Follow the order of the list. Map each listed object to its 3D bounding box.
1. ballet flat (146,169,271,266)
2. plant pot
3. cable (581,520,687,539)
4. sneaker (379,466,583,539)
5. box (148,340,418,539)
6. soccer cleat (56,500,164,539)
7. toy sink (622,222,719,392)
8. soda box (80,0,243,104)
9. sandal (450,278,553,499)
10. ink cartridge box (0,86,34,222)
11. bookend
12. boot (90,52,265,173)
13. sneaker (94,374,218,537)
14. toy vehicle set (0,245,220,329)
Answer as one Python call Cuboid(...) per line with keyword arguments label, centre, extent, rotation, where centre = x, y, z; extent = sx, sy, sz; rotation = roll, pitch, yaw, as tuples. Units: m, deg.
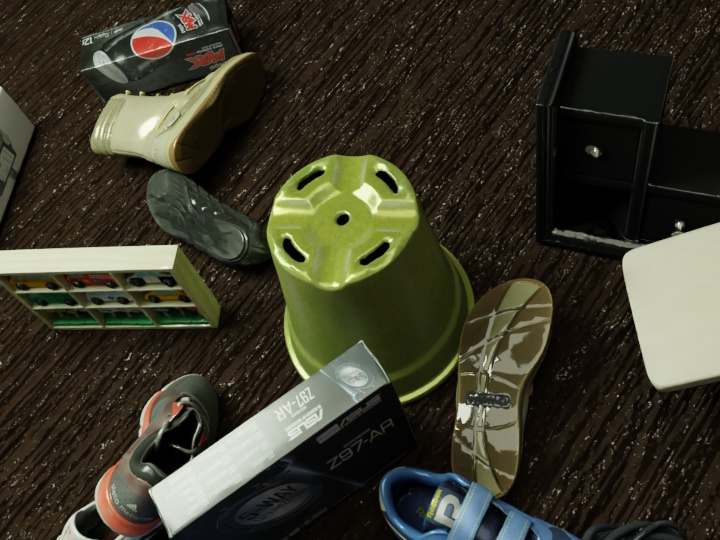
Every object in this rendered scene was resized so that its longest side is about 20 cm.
Cuboid(label="ballet flat", centre=(-0.176, -0.056, 0.888), extent=(0.199, 0.057, 0.067), rotation=(34, 100, 33))
Cuboid(label="plant pot", centre=(0.000, 0.000, 0.723), extent=(0.198, 0.185, 0.203), rotation=(-6, 59, 10))
Cuboid(label="cable", centre=(0.213, 0.284, 0.584), extent=(0.162, 0.051, 0.201), rotation=(21, 66, 25))
Cuboid(label="sneaker", centre=(0.093, 0.209, 0.614), extent=(0.198, 0.083, 0.074), rotation=(9, 56, 38))
Cuboid(label="box", centre=(-0.053, 0.162, 0.656), extent=(0.199, 0.161, 0.044), rotation=(-34, 58, -9))
Cuboid(label="soccer cleat", centre=(-0.245, 0.255, 0.691), extent=(0.068, 0.085, 0.200), rotation=(36, 73, 28))
Cuboid(label="toy sink", centre=(0.338, 0.036, 0.652), extent=(0.198, 0.112, 0.132), rotation=(-19, 54, 25))
Cuboid(label="soda box", centre=(-0.254, -0.283, 1.016), extent=(0.197, 0.071, 0.064), rotation=(-15, 61, 5))
Cuboid(label="sandal", centre=(0.127, 0.105, 0.715), extent=(0.079, 0.054, 0.203), rotation=(6, 76, 23))
Cuboid(label="ink cartridge box", centre=(-0.510, -0.120, 0.974), extent=(0.143, 0.084, 0.202), rotation=(-2, 60, 12))
Cuboid(label="bookend", centre=(0.264, -0.098, 0.709), extent=(0.198, 0.199, 0.093), rotation=(13, 61, 19))
Cuboid(label="boot", centre=(-0.218, -0.200, 0.960), extent=(0.154, 0.073, 0.201), rotation=(11, 53, 29))
Cuboid(label="sneaker", centre=(-0.154, 0.145, 0.691), extent=(0.082, 0.077, 0.200), rotation=(-45, 13, 22))
Cuboid(label="toy vehicle set", centre=(-0.256, 0.021, 0.808), extent=(0.197, 0.125, 0.027), rotation=(-2, 59, 13))
